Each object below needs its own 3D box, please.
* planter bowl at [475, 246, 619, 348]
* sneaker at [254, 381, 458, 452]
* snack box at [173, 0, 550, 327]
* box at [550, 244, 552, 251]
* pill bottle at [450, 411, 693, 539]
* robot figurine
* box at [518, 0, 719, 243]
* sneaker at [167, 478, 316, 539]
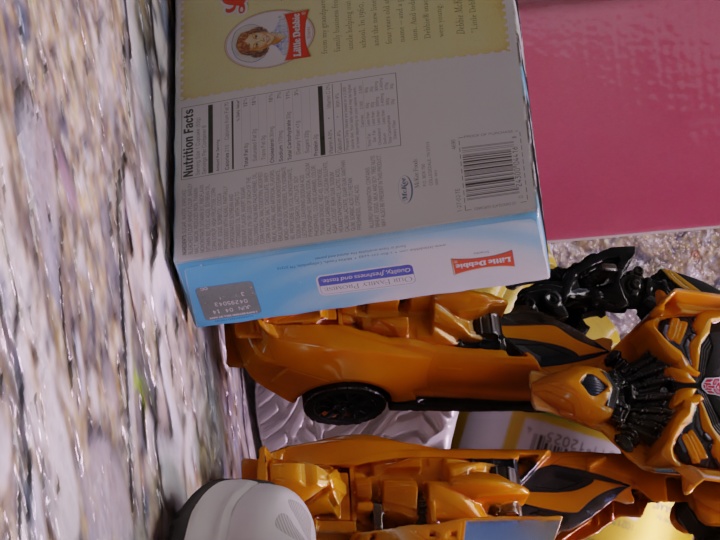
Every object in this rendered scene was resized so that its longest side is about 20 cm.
[{"bbox_3d":[0.067,0.067,1.093,0.200,0.083,0.202,17,90,-75],"label":"planter bowl"},{"bbox_3d":[0.000,0.000,0.931,0.130,0.079,0.201,-27,107,-82],"label":"sneaker"},{"bbox_3d":[-0.004,-0.076,0.821,0.037,0.115,0.201,75,9,-50],"label":"snack box"},{"bbox_3d":[0.086,0.006,1.701,0.200,0.096,0.178,-89,167,-63],"label":"box"},{"bbox_3d":[0.056,0.138,0.920,0.111,0.110,0.201,58,48,-76],"label":"pill bottle"},{"bbox_3d":[0.055,0.050,0.816,0.058,0.198,0.146,111,-23,-58],"label":"robot figurine"},{"bbox_3d":[0.127,-0.090,1.003,0.128,0.198,0.110,-84,167,-61],"label":"box"},{"bbox_3d":[0.006,0.118,0.644,0.201,0.114,0.076,-88,168,-62],"label":"sneaker"}]
